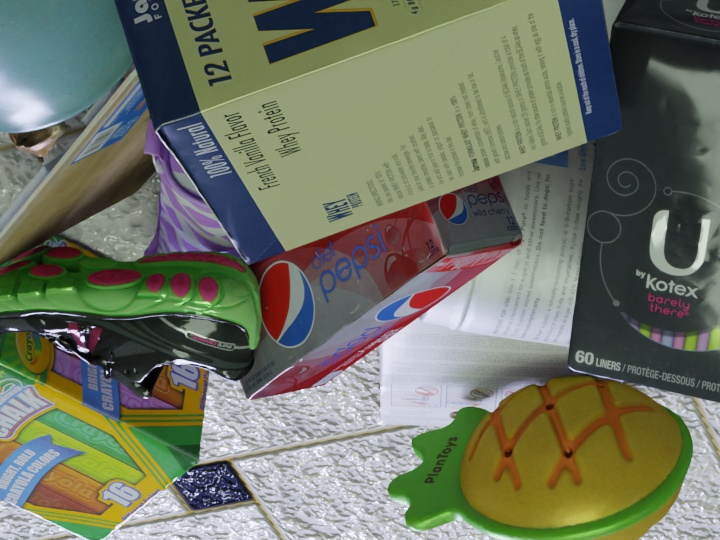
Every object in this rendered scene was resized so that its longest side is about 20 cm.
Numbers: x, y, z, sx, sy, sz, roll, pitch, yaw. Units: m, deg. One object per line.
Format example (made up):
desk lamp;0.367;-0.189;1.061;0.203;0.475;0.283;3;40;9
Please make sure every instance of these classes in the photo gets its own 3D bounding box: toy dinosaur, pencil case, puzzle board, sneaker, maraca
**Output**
toy dinosaur;-0.190;-0.109;1.404;0.060;0.200;0.106;19;96;-9
pencil case;-0.088;-0.031;1.454;0.085;0.084;0.200;-1;154;-7
puzzle board;-0.130;-0.080;1.403;0.017;0.151;0.200;50;131;6
sneaker;-0.148;0.034;1.422;0.200;0.077;0.084;4;116;28
maraca;0.114;0.125;1.569;0.200;0.137;0.107;-2;123;29

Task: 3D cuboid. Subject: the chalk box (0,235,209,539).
chalk box;-0.210;0.063;1.571;0.200;0.124;0.125;27;134;-24

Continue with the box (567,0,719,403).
box;0.185;-0.044;1.282;0.122;0.106;0.200;11;118;12

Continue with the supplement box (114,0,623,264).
supplement box;0.001;-0.122;1.146;0.199;0.134;0.200;-20;160;3

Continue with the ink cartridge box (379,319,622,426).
ink cartridge box;0.092;0.048;1.602;0.161;0.050;0.200;3;157;2

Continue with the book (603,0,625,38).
book;0.071;-0.147;1.368;0.200;0.048;0.134;0;135;4

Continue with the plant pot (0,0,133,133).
plant pot;-0.203;-0.174;1.263;0.200;0.200;0.188;-16;145;21

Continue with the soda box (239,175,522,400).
soda box;0.000;0.000;1.382;0.063;0.070;0.200;-8;160;-42

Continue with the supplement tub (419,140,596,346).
supplement tub;0.140;-0.018;1.443;0.200;0.132;0.132;8;139;-5
